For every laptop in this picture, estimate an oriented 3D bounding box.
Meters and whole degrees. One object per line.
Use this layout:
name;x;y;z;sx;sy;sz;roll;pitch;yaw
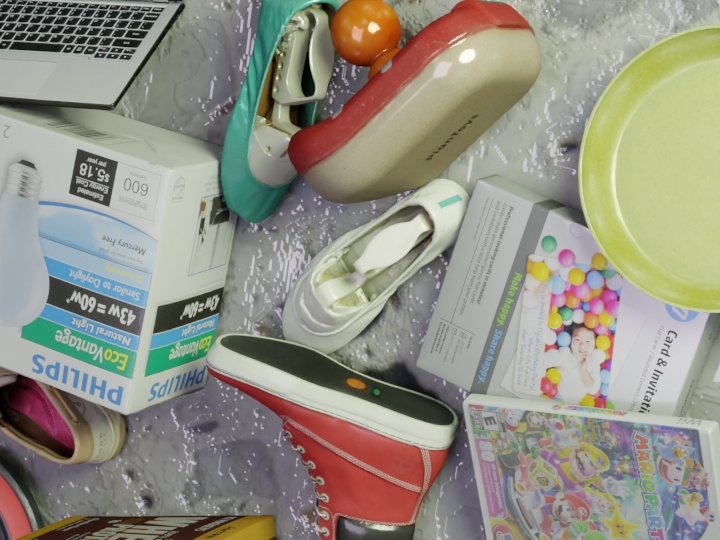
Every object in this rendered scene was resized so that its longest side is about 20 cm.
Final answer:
laptop;-0.244;-0.236;1.817;0.187;0.200;0.116;6;137;27

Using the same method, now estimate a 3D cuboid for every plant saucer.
plant saucer;0.251;-0.069;1.612;0.200;0.031;0.200;-2;84;22

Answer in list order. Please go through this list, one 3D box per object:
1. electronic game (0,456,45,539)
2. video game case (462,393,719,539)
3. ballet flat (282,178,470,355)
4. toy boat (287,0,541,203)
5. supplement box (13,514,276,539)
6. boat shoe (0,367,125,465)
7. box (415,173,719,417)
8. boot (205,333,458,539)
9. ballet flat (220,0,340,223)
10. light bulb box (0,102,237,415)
electronic game;-0.350;0.237;1.991;0.200;0.042;0.200;5;101;27
video game case;0.173;0.164;1.687;0.200;0.018;0.143;5;117;33
ballet flat;0.000;0.000;1.756;0.200;0.069;0.069;-39;80;27
toy boat;0.024;-0.141;1.687;0.200;0.130;0.131;-42;72;26
supplement box;-0.175;0.305;1.859;0.200;0.133;0.198;-3;97;28
boat shoe;-0.287;0.096;1.918;0.200;0.069;0.074;29;111;20
box;0.154;0.039;1.697;0.200;0.041;0.156;25;110;21
boot;-0.040;0.140;1.784;0.200;0.072;0.144;23;112;6
ballet flat;-0.058;-0.125;1.756;0.070;0.067;0.200;30;112;52
light bulb box;-0.214;-0.016;1.831;0.198;0.125;0.200;17;105;24
